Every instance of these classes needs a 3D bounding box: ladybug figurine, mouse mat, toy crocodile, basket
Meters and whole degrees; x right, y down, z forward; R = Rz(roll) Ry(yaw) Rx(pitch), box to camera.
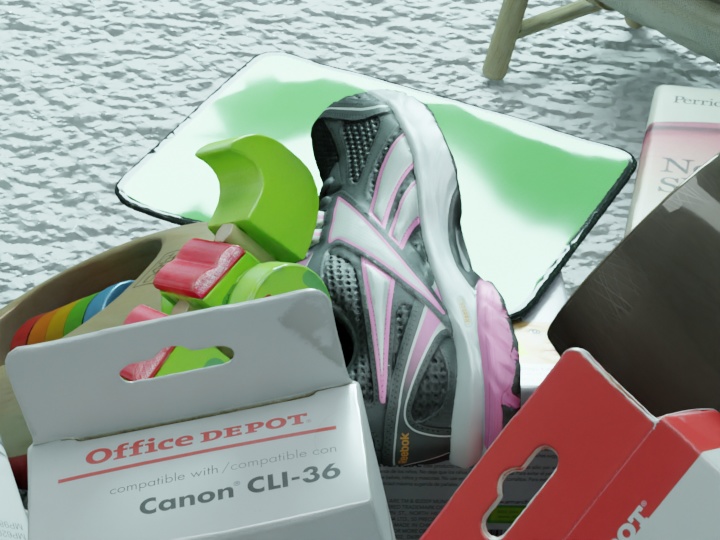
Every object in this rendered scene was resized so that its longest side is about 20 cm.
[{"bbox_3d":[-0.105,0.042,1.057,0.200,0.072,0.136,-18,23,46],"label":"ladybug figurine"},{"bbox_3d":[0.009,-0.042,1.127,0.199,0.008,0.161,16,35,20],"label":"mouse mat"},{"bbox_3d":[-0.071,0.042,0.930,0.067,0.062,0.201,9,65,55],"label":"toy crocodile"},{"bbox_3d":[0.179,0.059,0.975,0.180,0.136,0.200,-41,79,-17],"label":"basket"}]

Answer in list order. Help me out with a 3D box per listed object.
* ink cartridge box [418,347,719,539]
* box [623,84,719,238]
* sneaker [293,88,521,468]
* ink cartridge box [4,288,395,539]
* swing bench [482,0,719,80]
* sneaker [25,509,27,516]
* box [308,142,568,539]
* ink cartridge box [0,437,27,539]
[{"bbox_3d":[0.125,0.131,0.892,0.200,0.116,0.067,44,18,20],"label":"ink cartridge box"},{"bbox_3d":[0.181,0.013,1.151,0.127,0.109,0.200,8,33,8],"label":"box"},{"bbox_3d":[0.000,0.000,0.993,0.086,0.081,0.200,-7,38,-11],"label":"sneaker"},{"bbox_3d":[-0.043,0.111,0.842,0.116,0.201,0.068,-12,35,2],"label":"ink cartridge box"},{"bbox_3d":[0.182,-0.172,1.354,0.129,0.201,0.199,-22,40,-34],"label":"swing bench"},{"bbox_3d":[-0.145,0.127,0.986,0.080,0.077,0.200,-16,38,-43],"label":"sneaker"},{"bbox_3d":[0.031,0.035,1.110,0.112,0.102,0.200,1,33,-4],"label":"box"},{"bbox_3d":[-0.199,0.092,0.906,0.085,0.146,0.201,13,40,-42],"label":"ink cartridge box"}]
